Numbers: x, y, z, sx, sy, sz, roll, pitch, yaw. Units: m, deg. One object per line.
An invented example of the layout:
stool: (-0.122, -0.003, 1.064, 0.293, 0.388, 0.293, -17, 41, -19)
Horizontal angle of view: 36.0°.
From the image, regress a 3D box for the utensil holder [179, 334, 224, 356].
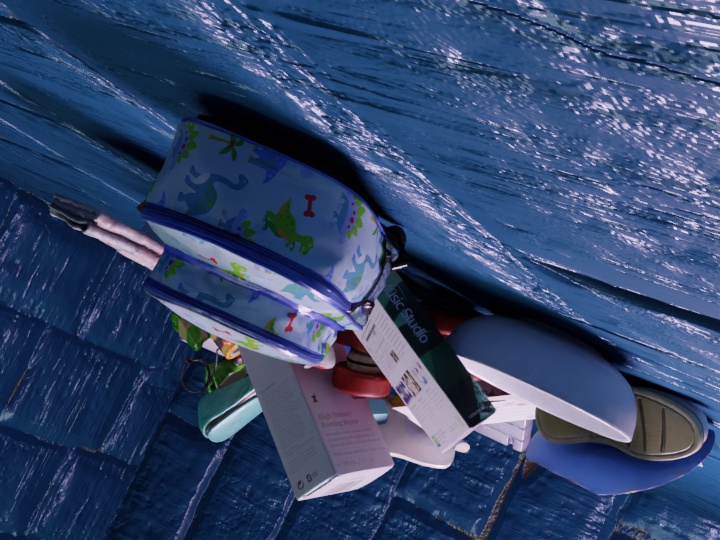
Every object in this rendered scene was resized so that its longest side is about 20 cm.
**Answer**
utensil holder: (-0.136, 0.062, 1.599, 0.200, 0.170, 0.170, 27, 174, -18)

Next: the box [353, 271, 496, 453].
box: (0.046, 0.077, 1.079, 0.200, 0.036, 0.144, 53, 163, 10)

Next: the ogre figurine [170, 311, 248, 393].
ogre figurine: (-0.163, 0.087, 1.445, 0.200, 0.120, 0.098, 59, 155, 4)

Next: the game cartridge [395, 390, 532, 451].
game cartridge: (0.138, 0.145, 1.461, 0.200, 0.130, 0.038, 23, -144, 27)

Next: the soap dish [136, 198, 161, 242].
soap dish: (-0.137, -0.028, 1.270, 0.200, 0.081, 0.157, 24, 173, 21)

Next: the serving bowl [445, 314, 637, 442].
serving bowl: (0.178, 0.093, 1.067, 0.200, 0.066, 0.200, 25, 173, 3)

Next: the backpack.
backpack: (-0.072, -0.016, 0.832, 0.183, 0.147, 0.200, 22, 170, 11)

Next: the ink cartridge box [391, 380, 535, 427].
ink cartridge box: (0.150, 0.147, 1.305, 0.199, 0.044, 0.174, -8, 160, 15)

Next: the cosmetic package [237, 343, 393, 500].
cosmetic package: (-0.051, 0.147, 1.236, 0.102, 0.074, 0.200, 1, -121, -49)

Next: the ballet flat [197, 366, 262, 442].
ballet flat: (-0.119, 0.137, 1.387, 0.070, 0.200, 0.067, 59, 178, 36)

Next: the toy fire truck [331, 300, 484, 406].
toy fire truck: (0.064, 0.081, 1.236, 0.199, 0.113, 0.168, 13, -172, 22)

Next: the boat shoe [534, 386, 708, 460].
boat shoe: (0.277, 0.150, 1.149, 0.068, 0.075, 0.200, -9, -173, -40)

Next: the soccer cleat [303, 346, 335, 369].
soccer cleat: (-0.065, 0.020, 1.136, 0.200, 0.085, 0.069, 57, -169, -26)

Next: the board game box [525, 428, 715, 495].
board game box: (0.278, 0.202, 1.194, 0.200, 0.158, 0.039, 18, 127, 59)

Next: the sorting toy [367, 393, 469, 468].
sorting toy: (0.049, 0.209, 1.455, 0.180, 0.107, 0.200, 22, -172, 16)

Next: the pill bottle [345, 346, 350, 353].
pill bottle: (0.012, 0.082, 1.422, 0.200, 0.112, 0.112, 23, 173, 29)

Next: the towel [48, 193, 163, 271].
towel: (-0.246, -0.022, 1.244, 0.191, 0.032, 0.200, 31, 174, -29)

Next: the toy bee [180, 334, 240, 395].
toy bee: (-0.133, 0.075, 1.342, 0.131, 0.200, 0.109, 30, 171, 9)
